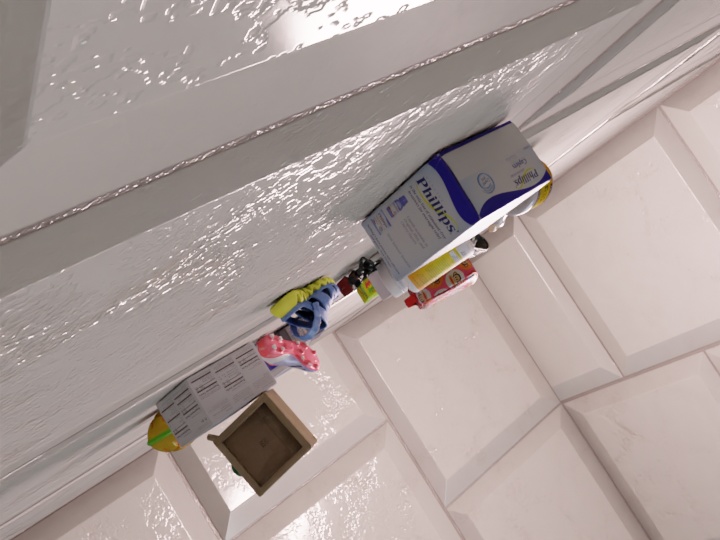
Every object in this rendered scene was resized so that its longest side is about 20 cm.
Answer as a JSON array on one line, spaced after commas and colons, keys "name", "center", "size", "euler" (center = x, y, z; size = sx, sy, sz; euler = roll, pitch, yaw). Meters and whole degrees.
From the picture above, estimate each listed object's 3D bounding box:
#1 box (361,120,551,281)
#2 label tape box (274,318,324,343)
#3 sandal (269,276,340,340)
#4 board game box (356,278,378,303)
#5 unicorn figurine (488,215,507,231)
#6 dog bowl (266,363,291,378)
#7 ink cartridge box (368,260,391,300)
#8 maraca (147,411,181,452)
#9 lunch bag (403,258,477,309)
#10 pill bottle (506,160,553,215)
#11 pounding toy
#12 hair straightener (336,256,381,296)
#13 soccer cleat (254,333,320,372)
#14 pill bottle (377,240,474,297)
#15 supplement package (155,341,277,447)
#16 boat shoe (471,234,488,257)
[{"name": "box", "center": [0.133, -0.098, 1.144], "size": [0.183, 0.106, 0.200], "euler": [-29, 174, -41]}, {"name": "label tape box", "center": [-0.139, 0.150, 2.027], "size": [0.199, 0.064, 0.144], "euler": [-33, 175, -12]}, {"name": "sandal", "center": [-0.089, 0.072, 1.465], "size": [0.079, 0.088, 0.200], "euler": [-38, 176, 28]}, {"name": "board game box", "center": [0.046, 0.038, 2.256], "size": [0.101, 0.048, 0.200], "euler": [-34, 176, -6]}, {"name": "unicorn figurine", "center": [0.336, -0.163, 1.914], "size": [0.201, 0.073, 0.138], "euler": [82, 29, -50]}, {"name": "dog bowl", "center": [-0.255, 0.275, 2.391], "size": [0.199, 0.079, 0.200], "euler": [-34, 175, -3]}, {"name": "ink cartridge box", "center": [0.130, -0.025, 1.969], "size": [0.145, 0.085, 0.200], "euler": [-28, 172, -45]}, {"name": "maraca", "center": [-0.424, 0.363, 1.943], "size": [0.199, 0.108, 0.137], "euler": [-31, -178, -28]}, {"name": "lunch bag", "center": [0.179, 0.034, 1.883], "size": [0.175, 0.083, 0.200], "euler": [-30, 172, -4]}, {"name": "pill bottle", "center": [0.346, -0.183, 1.720], "size": [0.109, 0.110, 0.199], "euler": [-36, 175, 28]}, {"name": "pounding toy", "center": [-0.228, 0.377, 1.779], "size": [0.200, 0.184, 0.142], "euler": [-43, 174, 1]}, {"name": "hair straightener", "center": [0.000, 0.000, 1.692], "size": [0.077, 0.041, 0.200], "euler": [-36, 171, -18]}, {"name": "soccer cleat", "center": [-0.175, 0.201, 1.907], "size": [0.076, 0.068, 0.199], "euler": [-30, 145, 26]}, {"name": "pill bottle", "center": [0.136, -0.030, 1.729], "size": [0.199, 0.110, 0.109], "euler": [-35, 175, 11]}, {"name": "supplement package", "center": [-0.312, 0.269, 1.755], "size": [0.199, 0.112, 0.155], "euler": [-28, 172, -47]}, {"name": "boat shoe", "center": [0.238, -0.084, 1.872], "size": [0.063, 0.072, 0.199], "euler": [-15, 159, 28]}]
